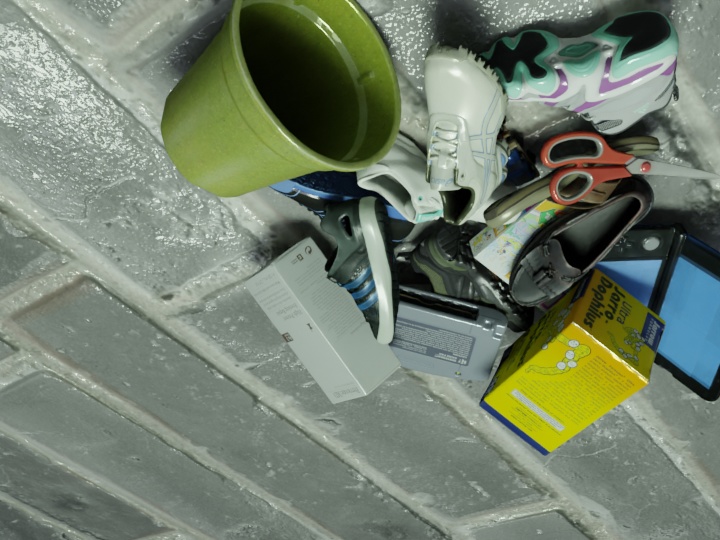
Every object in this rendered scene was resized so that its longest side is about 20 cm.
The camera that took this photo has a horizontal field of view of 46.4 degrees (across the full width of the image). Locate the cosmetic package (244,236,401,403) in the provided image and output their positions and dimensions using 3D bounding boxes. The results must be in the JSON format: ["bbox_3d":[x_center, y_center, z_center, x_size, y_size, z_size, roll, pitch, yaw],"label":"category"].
[{"bbox_3d":[-0.049,0.066,1.061,0.200,0.074,0.102,55,149,-4],"label":"cosmetic package"}]

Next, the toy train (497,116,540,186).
[{"bbox_3d":[0.135,-0.154,0.892,0.034,0.046,0.200,-24,131,30],"label":"toy train"}]

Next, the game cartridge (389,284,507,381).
[{"bbox_3d":[0.081,0.081,1.090,0.199,0.041,0.134,15,136,6],"label":"game cartridge"}]

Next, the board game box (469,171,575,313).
[{"bbox_3d":[0.249,-0.016,1.026,0.200,0.034,0.134,34,119,-29],"label":"board game box"}]

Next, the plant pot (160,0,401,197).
[{"bbox_3d":[-0.094,-0.161,0.821,0.200,0.201,0.184,36,141,-30],"label":"plant pot"}]

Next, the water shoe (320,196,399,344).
[{"bbox_3d":[0.000,0.000,0.976,0.078,0.072,0.201,-1,126,10],"label":"water shoe"}]

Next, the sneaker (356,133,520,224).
[{"bbox_3d":[0.085,-0.081,0.937,0.199,0.089,0.075,20,137,-7],"label":"sneaker"}]

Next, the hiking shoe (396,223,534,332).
[{"bbox_3d":[0.141,0.016,1.079,0.200,0.076,0.100,40,141,-26],"label":"hiking shoe"}]

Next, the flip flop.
[{"bbox_3d":[0.227,-0.087,0.896,0.199,0.058,0.081,-28,178,-4],"label":"flip flop"}]

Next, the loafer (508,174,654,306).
[{"bbox_3d":[0.239,-0.029,0.938,0.072,0.063,0.200,46,113,2],"label":"loafer"}]

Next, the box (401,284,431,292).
[{"bbox_3d":[0.014,0.044,1.136,0.199,0.042,0.039,0,139,5],"label":"box"}]

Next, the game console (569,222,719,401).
[{"bbox_3d":[0.345,0.056,0.996,0.170,0.119,0.201,-2,129,-4],"label":"game console"}]

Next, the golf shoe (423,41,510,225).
[{"bbox_3d":[0.097,-0.125,0.820,0.078,0.097,0.200,15,151,30],"label":"golf shoe"}]

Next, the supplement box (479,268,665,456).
[{"bbox_3d":[0.251,0.114,1.011,0.109,0.109,0.200,37,135,0],"label":"supplement box"}]

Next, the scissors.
[{"bbox_3d":[0.280,-0.113,0.857,0.199,0.014,0.074,-8,105,-6],"label":"scissors"}]

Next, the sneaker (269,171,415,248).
[{"bbox_3d":[-0.028,-0.076,0.981,0.199,0.070,0.078,17,131,-14],"label":"sneaker"}]

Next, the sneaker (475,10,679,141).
[{"bbox_3d":[0.217,-0.173,0.841,0.199,0.078,0.140,-2,149,26],"label":"sneaker"}]
